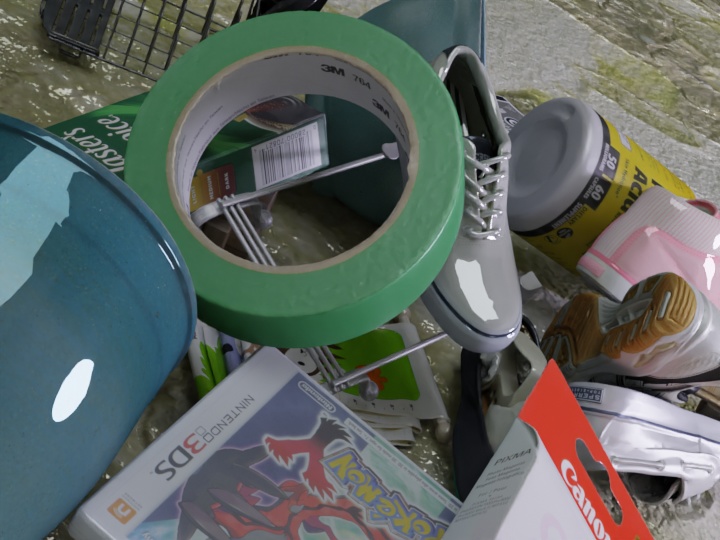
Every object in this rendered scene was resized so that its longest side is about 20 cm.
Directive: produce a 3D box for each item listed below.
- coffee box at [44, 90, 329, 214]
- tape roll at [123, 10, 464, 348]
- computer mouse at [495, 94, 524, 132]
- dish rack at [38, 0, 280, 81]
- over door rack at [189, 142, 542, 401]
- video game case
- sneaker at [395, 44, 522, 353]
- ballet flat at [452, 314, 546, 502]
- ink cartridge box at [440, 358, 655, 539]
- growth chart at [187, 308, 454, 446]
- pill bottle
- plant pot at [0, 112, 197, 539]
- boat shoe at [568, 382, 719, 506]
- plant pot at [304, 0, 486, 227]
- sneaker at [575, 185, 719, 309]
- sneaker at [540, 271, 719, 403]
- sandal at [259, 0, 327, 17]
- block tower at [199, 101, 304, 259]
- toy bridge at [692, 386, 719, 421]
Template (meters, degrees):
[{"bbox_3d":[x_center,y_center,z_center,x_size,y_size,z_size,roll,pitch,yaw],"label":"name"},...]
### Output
[{"bbox_3d":[-0.133,-0.076,0.897,0.199,0.044,0.123,-25,39,-29],"label":"coffee box"},{"bbox_3d":[-0.037,-0.057,0.794,0.198,0.048,0.203,-2,65,5],"label":"tape roll"},{"bbox_3d":[0.108,-0.133,1.215,0.109,0.044,0.200,0,37,-41],"label":"computer mouse"},{"bbox_3d":[-0.161,-0.206,1.113,0.198,0.055,0.154,20,34,-14],"label":"dish rack"},{"bbox_3d":[0.000,0.000,0.873,0.199,0.067,0.149,-25,75,-32],"label":"over door rack"},{"bbox_3d":[-0.022,0.144,0.702,0.199,0.023,0.182,39,37,7],"label":"video game case"},{"bbox_3d":[0.063,-0.050,0.844,0.072,0.071,0.202,-2,65,-25],"label":"sneaker"},{"bbox_3d":[0.097,0.096,0.880,0.072,0.073,0.201,19,35,-11],"label":"ballet flat"},{"bbox_3d":[0.128,0.160,0.755,0.164,0.057,0.200,60,42,-13],"label":"ink cartridge box"},{"bbox_3d":[-0.029,0.063,0.886,0.198,0.018,0.145,4,41,-33],"label":"growth chart"},{"bbox_3d":[0.203,-0.041,1.065,0.199,0.111,0.112,31,28,-31],"label":"pill bottle"},{"bbox_3d":[-0.201,0.059,0.634,0.198,0.201,0.189,24,48,-3],"label":"plant pot"},{"bbox_3d":[0.204,0.128,0.919,0.198,0.073,0.066,20,75,-35],"label":"boat shoe"},{"bbox_3d":[0.029,-0.118,1.030,0.132,0.202,0.201,1,34,7],"label":"plant pot"},{"bbox_3d":[0.253,0.014,1.000,0.200,0.105,0.075,38,-2,-31],"label":"sneaker"},{"bbox_3d":[0.186,0.062,0.917,0.087,0.200,0.076,32,75,-13],"label":"sneaker"},{"bbox_3d":[-0.048,-0.161,0.962,0.075,0.200,0.045,-34,91,-16],"label":"sandal"},{"bbox_3d":[-0.086,-0.063,0.981,0.054,0.058,0.201,24,36,-4],"label":"block tower"},{"bbox_3d":[0.259,0.097,0.981,0.199,0.067,0.027,30,76,11],"label":"toy bridge"}]
